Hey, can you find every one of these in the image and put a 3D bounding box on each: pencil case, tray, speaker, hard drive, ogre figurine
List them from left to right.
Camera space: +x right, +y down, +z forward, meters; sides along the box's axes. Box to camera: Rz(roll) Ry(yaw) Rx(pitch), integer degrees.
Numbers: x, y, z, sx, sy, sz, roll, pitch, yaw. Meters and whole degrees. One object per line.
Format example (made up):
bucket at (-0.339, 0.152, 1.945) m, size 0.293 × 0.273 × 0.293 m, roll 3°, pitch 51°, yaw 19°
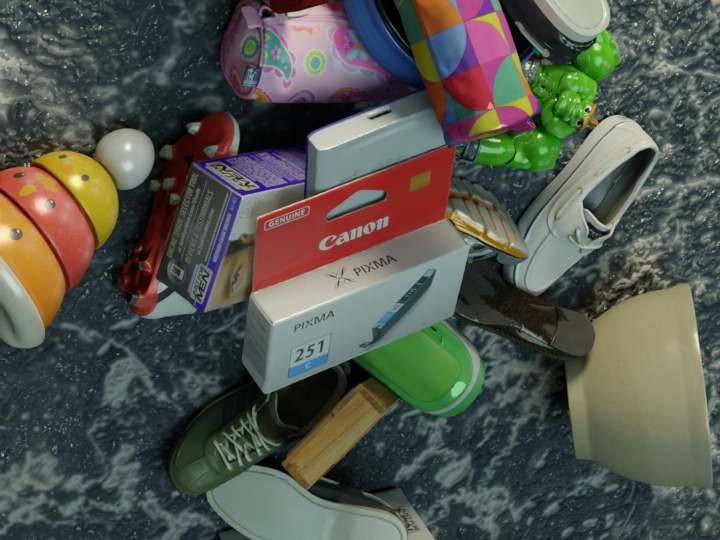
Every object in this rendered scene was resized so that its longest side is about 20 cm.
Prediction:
pencil case at (-0.018, -0.184, 1.502) m, size 0.198 × 0.087 × 0.088 m, roll -2°, pitch 119°, yaw -27°
tray at (-0.016, 0.144, 1.645) m, size 0.037 × 0.200 × 0.099 m, roll 45°, pitch 93°, yaw 5°
hard drive at (0.011, -0.056, 1.508) m, size 0.131 × 0.025 × 0.201 m, roll -24°, pitch 144°, yaw -23°
speaker at (0.031, 0.059, 1.673) m, size 0.089 × 0.089 × 0.200 m, roll -47°, pitch 128°, yaw 4°
pencil case at (0.074, -0.194, 1.410) m, size 0.088 × 0.088 × 0.202 m, roll -21°, pitch 95°, yaw -15°
ogre figurine at (0.156, -0.171, 1.602) m, size 0.119 × 0.098 × 0.202 m, roll 27°, pitch 83°, yaw -20°

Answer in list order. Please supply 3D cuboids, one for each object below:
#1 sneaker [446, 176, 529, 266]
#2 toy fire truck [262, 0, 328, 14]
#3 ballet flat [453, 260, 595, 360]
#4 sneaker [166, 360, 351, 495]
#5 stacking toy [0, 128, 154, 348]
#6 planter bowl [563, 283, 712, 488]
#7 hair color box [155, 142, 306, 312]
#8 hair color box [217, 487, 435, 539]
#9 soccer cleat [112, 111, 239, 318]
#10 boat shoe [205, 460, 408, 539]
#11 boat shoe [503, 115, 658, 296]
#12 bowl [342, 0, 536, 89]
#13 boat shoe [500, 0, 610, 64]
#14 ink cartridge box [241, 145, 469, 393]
sneaker at (0.069, -0.040, 1.649) m, size 0.198 × 0.079 × 0.077 m, roll 19°, pitch 121°, yaw -31°
toy fire truck at (-0.057, -0.288, 1.368) m, size 0.111 × 0.168 × 0.202 m, roll -12°, pitch 123°, yaw -21°
ballet flat at (0.133, 0.034, 1.713) m, size 0.198 × 0.046 × 0.068 m, roll 24°, pitch 71°, yaw -17°
sneaker at (-0.091, 0.135, 1.638) m, size 0.199 × 0.090 × 0.067 m, roll -36°, pitch 96°, yaw -8°
stacking toy at (-0.248, -0.050, 1.458) m, size 0.200 × 0.145 × 0.147 m, roll -44°, pitch 131°, yaw -23°
planter bowl at (0.270, 0.120, 1.785) m, size 0.133 × 0.201 × 0.202 m, roll -6°, pitch 125°, yaw 6°
hair color box at (-0.075, -0.041, 1.515) m, size 0.199 × 0.065 × 0.110 m, roll -15°, pitch 132°, yaw -53°
hair color box at (-0.032, 0.285, 1.761) m, size 0.198 × 0.100 × 0.061 m, roll -11°, pitch 126°, yaw -21°
soccer cleat at (-0.141, -0.045, 1.537) m, size 0.085 × 0.069 × 0.201 m, roll 8°, pitch 117°, yaw -41°
boat shoe at (-0.050, 0.225, 1.719) m, size 0.198 × 0.062 × 0.076 m, roll 12°, pitch 100°, yaw -2°
boat shoe at (0.213, -0.051, 1.715) m, size 0.072 × 0.066 × 0.201 m, roll 32°, pitch 100°, yaw -38°
bowl at (0.078, -0.247, 1.487) m, size 0.199 × 0.039 × 0.203 m, roll 1°, pitch 88°, yaw -26°
boat shoe at (0.120, -0.256, 1.449) m, size 0.075 × 0.201 × 0.060 m, roll -24°, pitch 168°, yaw -33°
ink cartridge box at (0.000, 0.000, 1.499) m, size 0.198 × 0.045 × 0.177 m, roll -22°, pitch 144°, yaw -25°
